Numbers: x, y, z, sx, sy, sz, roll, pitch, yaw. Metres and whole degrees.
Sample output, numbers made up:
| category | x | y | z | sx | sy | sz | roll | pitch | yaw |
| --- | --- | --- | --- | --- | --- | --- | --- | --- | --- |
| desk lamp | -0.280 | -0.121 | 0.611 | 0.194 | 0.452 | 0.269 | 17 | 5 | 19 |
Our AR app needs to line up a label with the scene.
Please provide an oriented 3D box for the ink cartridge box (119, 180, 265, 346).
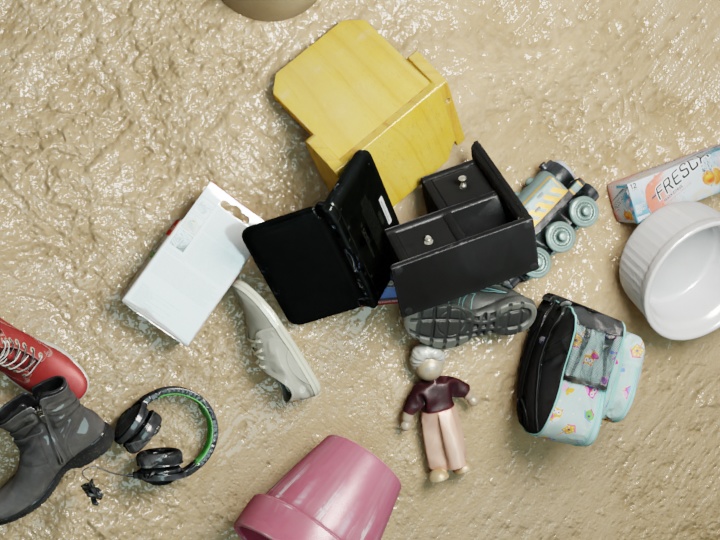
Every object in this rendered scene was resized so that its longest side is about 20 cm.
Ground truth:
| category | x | y | z | sx | sy | sz | roll | pitch | yaw |
| --- | --- | --- | --- | --- | --- | --- | --- | --- | --- |
| ink cartridge box | -0.223 | -0.011 | 1.487 | 0.109 | 0.050 | 0.200 | 37 | 83 | -15 |

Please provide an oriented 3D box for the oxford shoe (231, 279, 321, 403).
| category | x | y | z | sx | sy | sz | roll | pitch | yaw |
| --- | --- | --- | --- | --- | --- | --- | --- | --- | --- |
| oxford shoe | -0.125 | 0.102 | 1.511 | 0.058 | 0.075 | 0.201 | -34 | 107 | -12 |

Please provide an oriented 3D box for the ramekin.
| category | x | y | z | sx | sy | sz | roll | pitch | yaw |
| --- | --- | --- | --- | --- | --- | --- | --- | --- | --- |
| ramekin | 0.483 | -0.005 | 1.629 | 0.199 | 0.098 | 0.201 | -11 | 123 | -18 |

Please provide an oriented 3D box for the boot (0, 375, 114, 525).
| category | x | y | z | sx | sy | sz | roll | pitch | yaw |
| --- | --- | --- | --- | --- | --- | --- | --- | --- | --- |
| boot | -0.429 | 0.225 | 1.408 | 0.200 | 0.070 | 0.132 | -41 | 127 | -5 |

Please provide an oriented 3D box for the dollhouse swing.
| category | x | y | z | sx | sy | sz | roll | pitch | yaw |
| --- | --- | --- | --- | --- | --- | --- | --- | --- | --- |
| dollhouse swing | 0.003 | -0.214 | 1.543 | 0.200 | 0.176 | 0.182 | -41 | 145 | -10 |

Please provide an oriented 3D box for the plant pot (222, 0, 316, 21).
| category | x | y | z | sx | sy | sz | roll | pitch | yaw |
| --- | --- | --- | --- | --- | --- | --- | --- | --- | --- |
| plant pot | -0.100 | -0.430 | 1.412 | 0.186 | 0.200 | 0.188 | -1 | 94 | -16 |

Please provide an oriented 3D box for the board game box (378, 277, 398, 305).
| category | x | y | z | sx | sy | sz | roll | pitch | yaw |
| --- | --- | --- | --- | --- | --- | --- | --- | --- | --- |
| board game box | 0.000 | 0.000 | 1.566 | 0.199 | 0.019 | 0.104 | -5 | 95 | -15 |

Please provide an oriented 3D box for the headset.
| category | x | y | z | sx | sy | sz | roll | pitch | yaw |
| --- | --- | --- | --- | --- | --- | --- | --- | --- | --- |
| headset | -0.281 | 0.239 | 1.465 | 0.200 | 0.094 | 0.124 | -32 | 101 | -18 |

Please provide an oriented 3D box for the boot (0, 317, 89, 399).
| category | x | y | z | sx | sy | sz | roll | pitch | yaw |
| --- | --- | --- | --- | --- | --- | --- | --- | --- | --- |
| boot | -0.431 | 0.114 | 1.389 | 0.200 | 0.144 | 0.073 | 35 | 83 | -17 |

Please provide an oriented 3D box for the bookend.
| category | x | y | z | sx | sy | sz | roll | pitch | yaw |
| --- | --- | --- | --- | --- | --- | --- | --- | --- | --- |
| bookend | 0.113 | -0.061 | 1.506 | 0.198 | 0.200 | 0.092 | -19 | 131 | -4 |

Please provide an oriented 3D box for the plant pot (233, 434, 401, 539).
| category | x | y | z | sx | sy | sz | roll | pitch | yaw |
| --- | --- | --- | --- | --- | --- | --- | --- | --- | --- |
| plant pot | -0.044 | 0.333 | 1.500 | 0.200 | 0.200 | 0.179 | 43 | 67 | -14 |

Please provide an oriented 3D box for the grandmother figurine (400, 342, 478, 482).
| category | x | y | z | sx | sy | sz | roll | pitch | yaw |
| --- | --- | --- | --- | --- | --- | --- | --- | --- | --- |
| grandmother figurine | 0.115 | 0.199 | 1.595 | 0.121 | 0.061 | 0.201 | -19 | 102 | -22 |

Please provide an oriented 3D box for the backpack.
| category | x | y | z | sx | sy | sz | roll | pitch | yaw |
| --- | --- | --- | --- | --- | --- | --- | --- | --- | --- |
| backpack | 0.309 | 0.153 | 1.585 | 0.153 | 0.176 | 0.201 | 21 | 92 | -12 |

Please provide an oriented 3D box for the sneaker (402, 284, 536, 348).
| category | x | y | z | sx | sy | sz | roll | pitch | yaw |
| --- | --- | --- | --- | --- | --- | --- | --- | --- | --- |
| sneaker | 0.151 | 0.061 | 1.584 | 0.199 | 0.079 | 0.076 | -3 | 121 | -17 |

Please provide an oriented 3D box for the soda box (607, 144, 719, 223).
| category | x | y | z | sx | sy | sz | roll | pitch | yaw |
| --- | --- | --- | --- | --- | --- | --- | --- | --- | --- |
| soda box | 0.480 | -0.133 | 1.664 | 0.199 | 0.068 | 0.064 | -21 | 99 | -12 |

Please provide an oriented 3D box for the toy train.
| category | x | y | z | sx | sy | sz | roll | pitch | yaw |
| --- | --- | --- | --- | --- | --- | --- | --- | --- | --- |
| toy train | 0.258 | -0.070 | 1.604 | 0.114 | 0.085 | 0.200 | 45 | 81 | -5 |

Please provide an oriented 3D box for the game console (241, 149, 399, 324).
| category | x | y | z | sx | sy | sz | roll | pitch | yaw |
| --- | --- | --- | --- | --- | --- | --- | --- | --- | --- |
| game console | -0.042 | -0.042 | 1.483 | 0.176 | 0.116 | 0.200 | -60 | 144 | -30 |
